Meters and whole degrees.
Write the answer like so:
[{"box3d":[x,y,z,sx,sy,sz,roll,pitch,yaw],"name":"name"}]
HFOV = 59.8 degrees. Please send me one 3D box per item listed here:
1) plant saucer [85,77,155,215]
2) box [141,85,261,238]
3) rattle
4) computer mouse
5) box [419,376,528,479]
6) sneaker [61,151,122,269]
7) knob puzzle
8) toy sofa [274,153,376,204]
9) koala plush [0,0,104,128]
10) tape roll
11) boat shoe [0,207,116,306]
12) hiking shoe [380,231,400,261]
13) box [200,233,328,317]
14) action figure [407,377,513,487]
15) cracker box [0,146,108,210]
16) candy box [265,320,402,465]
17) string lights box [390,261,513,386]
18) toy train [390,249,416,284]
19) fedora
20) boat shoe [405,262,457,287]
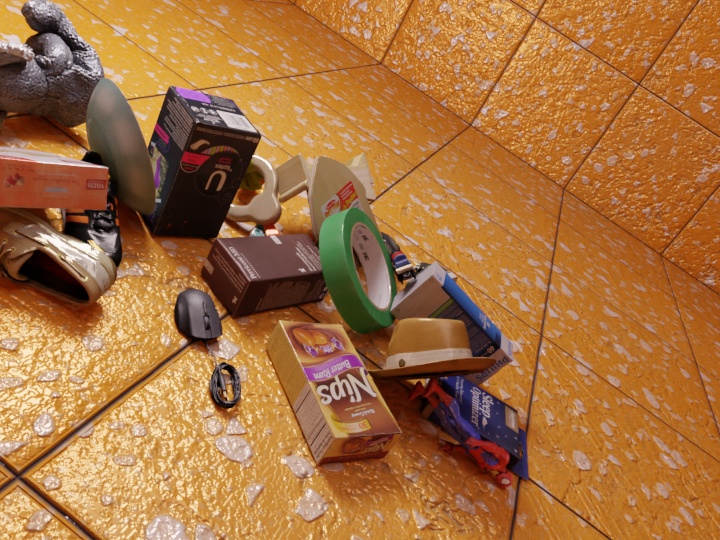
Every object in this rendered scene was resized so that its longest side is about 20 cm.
[{"box3d":[-0.362,-0.174,0.918,0.038,0.203,0.201,-23,56,-32],"name":"plant saucer"},{"box3d":[-0.259,-0.162,0.977,0.121,0.202,0.106,-1,41,-46],"name":"box"},{"box3d":[-0.186,-0.104,1.139,0.129,0.144,0.201,-31,74,-22],"name":"rattle"},{"box3d":[-0.195,0.092,0.815,0.058,0.034,0.201,7,38,-42],"name":"computer mouse"},{"box3d":[0.190,0.235,0.995,0.198,0.033,0.122,32,27,-3],"name":"box"},{"box3d":[-0.366,-0.086,0.858,0.069,0.091,0.201,6,35,-38],"name":"sneaker"},{"box3d":[-0.042,-0.105,1.114,0.218,0.030,0.225,24,61,-52],"name":"knob puzzle"},{"box3d":[-0.064,-0.163,1.196,0.198,0.082,0.100,-14,86,-49],"name":"toy sofa"},{"box3d":[-0.518,-0.301,0.972,0.183,0.178,0.200,41,23,-3],"name":"koala plush"},{"box3d":[0.000,0.000,1.038,0.201,0.047,0.204,49,31,-44],"name":"tape roll"},{"box3d":[-0.393,-0.019,0.741,0.196,0.075,0.067,22,31,-10],"name":"boat shoe"},{"box3d":[-0.008,-0.065,1.223,0.197,0.077,0.101,31,24,-5],"name":"hiking shoe"},{"box3d":[-0.138,0.002,0.982,0.100,0.076,0.198,46,32,25],"name":"box"},{"box3d":[0.151,0.240,0.898,0.200,0.065,0.052,44,53,-10],"name":"action figure"},{"box3d":[-0.430,-0.122,0.794,0.197,0.059,0.133,17,13,37],"name":"cracker box"},{"box3d":[-0.040,0.159,0.848,0.115,0.057,0.202,8,37,-40],"name":"candy box"},{"box3d":[0.154,0.097,1.051,0.200,0.102,0.059,46,25,-9],"name":"string lights box"},{"box3d":[0.073,-0.012,1.115,0.200,0.033,0.047,-97,168,-83],"name":"toy train"},{"box3d":[0.099,0.114,0.917,0.197,0.199,0.084,7,73,-39],"name":"fedora"},{"box3d":[0.126,0.022,1.239,0.064,0.071,0.199,43,21,19],"name":"boat shoe"}]
